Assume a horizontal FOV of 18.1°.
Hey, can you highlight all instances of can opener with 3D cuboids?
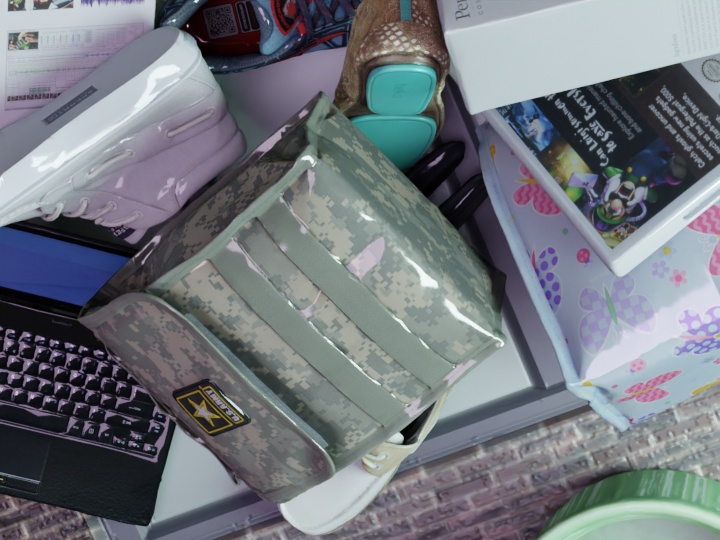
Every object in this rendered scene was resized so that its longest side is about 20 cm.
[{"bbox_3d":[0.000,0.000,1.381,0.200,0.079,0.063,-37,89,8],"label":"can opener"}]

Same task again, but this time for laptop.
[{"bbox_3d":[-0.190,0.063,1.391,0.176,0.103,0.201,14,102,-9],"label":"laptop"}]

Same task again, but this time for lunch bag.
[{"bbox_3d":[-0.043,0.028,1.285,0.200,0.118,0.164,-40,106,20],"label":"lunch bag"},{"bbox_3d":[0.174,-0.037,1.297,0.169,0.127,0.201,-28,65,14],"label":"lunch bag"}]

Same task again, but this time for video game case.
[{"bbox_3d":[0.157,-0.122,1.258,0.182,0.023,0.200,-38,59,3],"label":"video game case"}]

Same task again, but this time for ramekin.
[{"bbox_3d":[0.182,0.219,1.376,0.199,0.098,0.201,3,105,12],"label":"ramekin"}]

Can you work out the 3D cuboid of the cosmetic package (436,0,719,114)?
[{"bbox_3d":[0.137,-0.169,1.210,0.199,0.081,0.113,-14,59,4],"label":"cosmetic package"}]

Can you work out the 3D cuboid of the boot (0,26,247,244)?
[{"bbox_3d":[-0.159,-0.047,1.296,0.200,0.074,0.096,-34,117,-4],"label":"boot"}]

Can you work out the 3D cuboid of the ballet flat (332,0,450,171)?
[{"bbox_3d":[0.018,-0.112,1.304,0.070,0.200,0.066,3,74,-9],"label":"ballet flat"}]

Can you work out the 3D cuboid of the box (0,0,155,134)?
[{"bbox_3d":[-0.191,-0.140,1.302,0.144,0.036,0.201,-6,117,-24],"label":"box"}]

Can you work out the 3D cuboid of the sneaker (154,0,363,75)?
[{"bbox_3d":[-0.031,-0.153,1.329,0.199,0.096,0.080,-18,103,16],"label":"sneaker"}]

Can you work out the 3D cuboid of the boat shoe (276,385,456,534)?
[{"bbox_3d":[0.006,0.087,1.396,0.075,0.068,0.200,34,108,3],"label":"boat shoe"}]
